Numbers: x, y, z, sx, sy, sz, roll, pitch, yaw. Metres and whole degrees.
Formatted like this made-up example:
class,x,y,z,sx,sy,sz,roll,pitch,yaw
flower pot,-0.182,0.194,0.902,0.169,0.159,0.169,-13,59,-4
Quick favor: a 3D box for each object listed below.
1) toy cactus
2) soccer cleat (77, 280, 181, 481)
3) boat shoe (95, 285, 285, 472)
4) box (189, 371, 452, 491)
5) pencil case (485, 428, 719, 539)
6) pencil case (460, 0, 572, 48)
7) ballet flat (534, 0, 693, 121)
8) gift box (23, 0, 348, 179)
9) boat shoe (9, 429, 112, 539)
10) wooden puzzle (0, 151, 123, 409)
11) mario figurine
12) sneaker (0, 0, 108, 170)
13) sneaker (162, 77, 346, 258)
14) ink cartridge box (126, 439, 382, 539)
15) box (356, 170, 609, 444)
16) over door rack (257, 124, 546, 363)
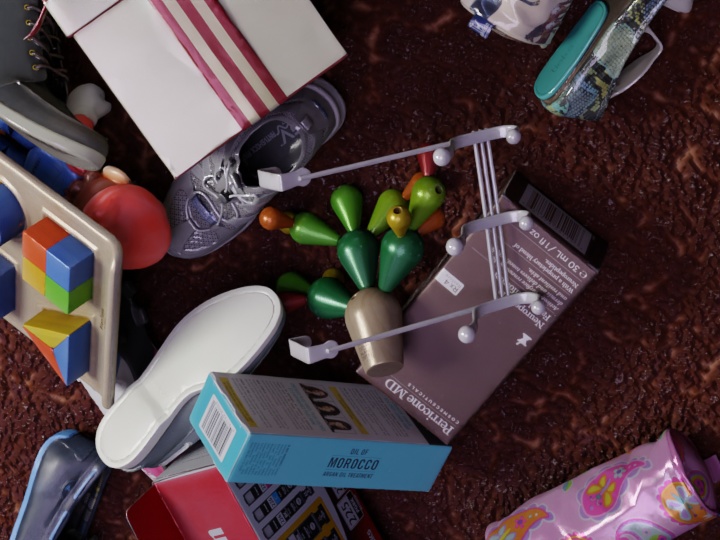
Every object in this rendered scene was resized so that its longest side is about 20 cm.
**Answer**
class,x,y,z,sx,sy,sz,roll,pitch,yaw
toy cactus,0.000,0.000,1.460,0.199,0.102,0.166,-28,61,30
soccer cleat,-0.204,0.093,1.588,0.086,0.070,0.201,-7,110,39
boat shoe,-0.130,0.090,1.510,0.200,0.062,0.073,-44,57,11
box,-0.031,0.130,1.482,0.199,0.082,0.049,8,119,-35
pencil case,0.199,0.203,1.513,0.200,0.087,0.088,-32,99,21
pencil case,0.140,-0.265,1.363,0.089,0.078,0.201,20,114,-15
ballet flat,0.208,-0.196,1.386,0.074,0.074,0.200,35,115,0
gift box,-0.139,-0.186,1.379,0.200,0.185,0.187,-35,100,-4
boat shoe,-0.269,0.242,1.638,0.068,0.084,0.201,23,116,17
wooden puzzle,-0.268,0.002,1.493,0.200,0.046,0.186,39,142,25
mario figurine,-0.228,-0.071,1.520,0.200,0.106,0.124,38,150,21
sneaker,-0.255,-0.164,1.456,0.200,0.075,0.106,34,86,26
sneaker,-0.100,-0.078,1.484,0.075,0.082,0.200,44,116,-4
ink cartridge box,-0.076,0.229,1.530,0.084,0.176,0.201,-19,105,38
box,0.096,0.030,1.482,0.100,0.075,0.200,38,115,-1
over door rack,0.037,-0.017,1.370,0.199,0.067,0.149,-12,104,-11
